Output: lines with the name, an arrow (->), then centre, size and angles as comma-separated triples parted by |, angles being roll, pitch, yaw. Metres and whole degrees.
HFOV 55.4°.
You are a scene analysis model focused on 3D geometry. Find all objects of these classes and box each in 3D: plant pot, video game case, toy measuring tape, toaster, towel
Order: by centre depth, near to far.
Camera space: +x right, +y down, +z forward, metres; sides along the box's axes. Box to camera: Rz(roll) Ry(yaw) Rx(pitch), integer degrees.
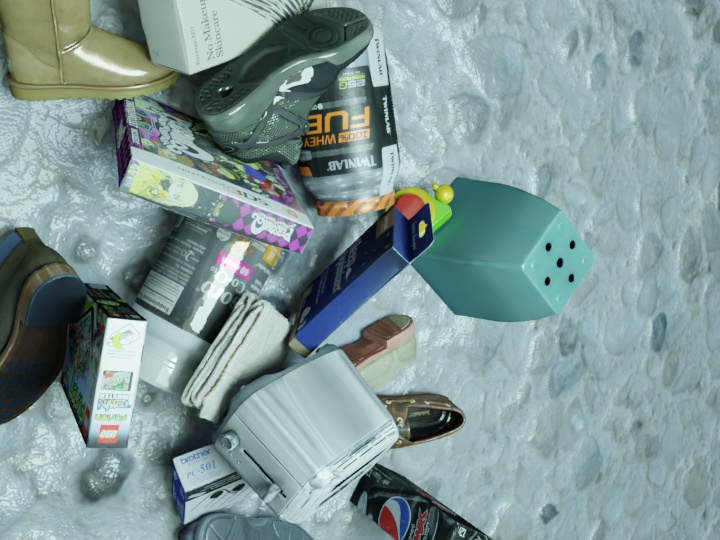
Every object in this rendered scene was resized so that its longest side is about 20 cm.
video game case -> -0.153, -0.103, 0.684 | 0.180, 0.201, 0.036 | 21, 111, -30
toaster -> -0.049, 0.169, 0.728 | 0.199, 0.129, 0.114 | -20, 153, -51
towel -> -0.122, 0.102, 0.747 | 0.034, 0.200, 0.133 | 30, 82, 13
toy measuring tape -> 0.037, -0.046, 0.887 | 0.200, 0.074, 0.074 | -42, 116, 1
plant pot -> 0.185, -0.020, 0.888 | 0.141, 0.199, 0.142 | 46, 75, -26

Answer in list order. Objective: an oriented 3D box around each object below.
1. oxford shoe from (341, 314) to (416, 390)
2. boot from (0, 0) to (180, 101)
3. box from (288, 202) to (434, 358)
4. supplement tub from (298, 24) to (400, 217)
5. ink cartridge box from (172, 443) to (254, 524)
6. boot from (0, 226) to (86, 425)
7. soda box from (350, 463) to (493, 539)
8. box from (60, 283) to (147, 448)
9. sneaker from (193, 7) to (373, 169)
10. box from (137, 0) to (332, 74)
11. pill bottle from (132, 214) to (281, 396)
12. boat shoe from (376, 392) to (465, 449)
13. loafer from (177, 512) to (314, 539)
oxford shoe -> -0.003, 0.134, 0.877 | 0.198, 0.071, 0.075 | -28, 117, -22
boot -> -0.253, -0.258, 0.623 | 0.173, 0.066, 0.202 | -15, 136, -27
box -> 0.000, 0.000, 0.776 | 0.032, 0.122, 0.200 | 42, 111, -16
supplement tub -> -0.019, -0.170, 0.793 | 0.121, 0.122, 0.203 | -16, 105, -27
ink cartridge box -> -0.119, 0.222, 0.807 | 0.198, 0.044, 0.095 | -16, 146, -28
boot -> -0.341, 0.056, 0.678 | 0.074, 0.097, 0.201 | 8, 121, -55
soda box -> 0.071, 0.314, 0.866 | 0.070, 0.199, 0.064 | 33, 80, -29
box -> -0.247, 0.081, 0.649 | 0.034, 0.199, 0.112 | 9, 92, -30
sneaker -> -0.068, -0.182, 0.700 | 0.199, 0.076, 0.115 | -41, 154, -13
box -> -0.118, -0.268, 0.685 | 0.199, 0.068, 0.083 | -37, 137, -36
pill bottle -> -0.172, 0.025, 0.734 | 0.116, 0.116, 0.202 | 30, 81, -29
boat shoe -> 0.049, 0.201, 0.915 | 0.198, 0.070, 0.072 | -7, 101, -28
loafer -> -0.133, 0.338, 0.842 | 0.199, 0.062, 0.073 | 35, 51, -39
